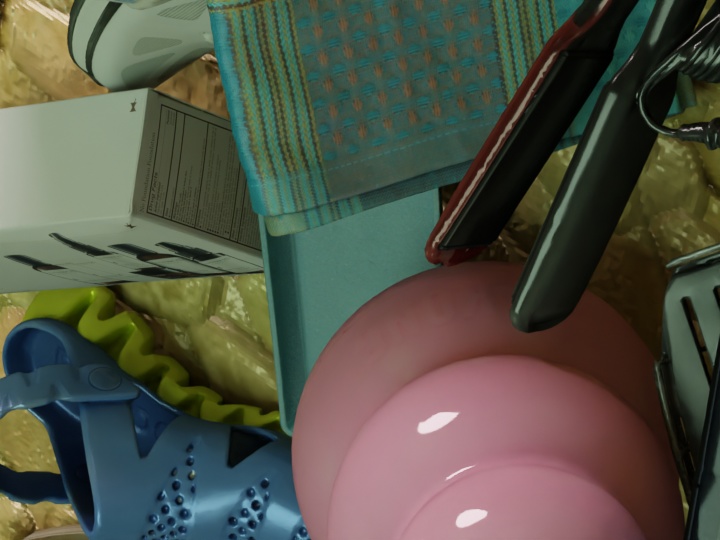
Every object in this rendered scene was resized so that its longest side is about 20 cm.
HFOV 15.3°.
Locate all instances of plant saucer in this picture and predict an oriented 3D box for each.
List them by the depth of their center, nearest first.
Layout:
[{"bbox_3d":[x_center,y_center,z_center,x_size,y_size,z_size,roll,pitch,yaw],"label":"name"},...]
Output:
[{"bbox_3d":[0.000,0.000,0.911,0.070,0.019,0.200,18,144,18],"label":"plant saucer"}]

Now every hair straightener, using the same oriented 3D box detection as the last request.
[{"bbox_3d":[0.098,-0.063,0.764,0.077,0.041,0.200,41,108,24],"label":"hair straightener"}]

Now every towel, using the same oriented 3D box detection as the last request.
[{"bbox_3d":[0.019,-0.119,0.783,0.022,0.146,0.201,-136,33,-63],"label":"towel"}]

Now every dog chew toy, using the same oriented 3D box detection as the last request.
[{"bbox_3d":[0.042,0.074,0.807,0.124,0.200,0.125,-1,107,-2],"label":"dog chew toy"}]

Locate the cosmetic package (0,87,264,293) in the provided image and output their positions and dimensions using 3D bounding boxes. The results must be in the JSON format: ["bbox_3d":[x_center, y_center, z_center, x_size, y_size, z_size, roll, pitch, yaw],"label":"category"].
[{"bbox_3d":[-0.119,-0.025,0.994,0.199,0.082,0.051,-4,72,44],"label":"cosmetic package"}]

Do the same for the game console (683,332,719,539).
[{"bbox_3d":[0.148,0.059,0.657,0.170,0.118,0.201,14,103,26],"label":"game console"}]

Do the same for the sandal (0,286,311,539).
[{"bbox_3d":[-0.074,0.082,1.025,0.199,0.087,0.080,28,129,26],"label":"sandal"}]

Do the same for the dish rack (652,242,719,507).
[{"bbox_3d":[0.176,0.038,0.736,0.199,0.054,0.154,-20,86,27],"label":"dish rack"}]

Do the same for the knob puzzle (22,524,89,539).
[{"bbox_3d":[-0.106,0.196,1.163,0.219,0.030,0.221,23,128,32],"label":"knob puzzle"}]

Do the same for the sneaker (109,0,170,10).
[{"bbox_3d":[-0.041,-0.173,0.790,0.072,0.072,0.201,33,97,48],"label":"sneaker"}]

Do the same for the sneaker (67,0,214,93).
[{"bbox_3d":[-0.015,-0.083,0.876,0.200,0.076,0.116,-37,85,45],"label":"sneaker"}]
